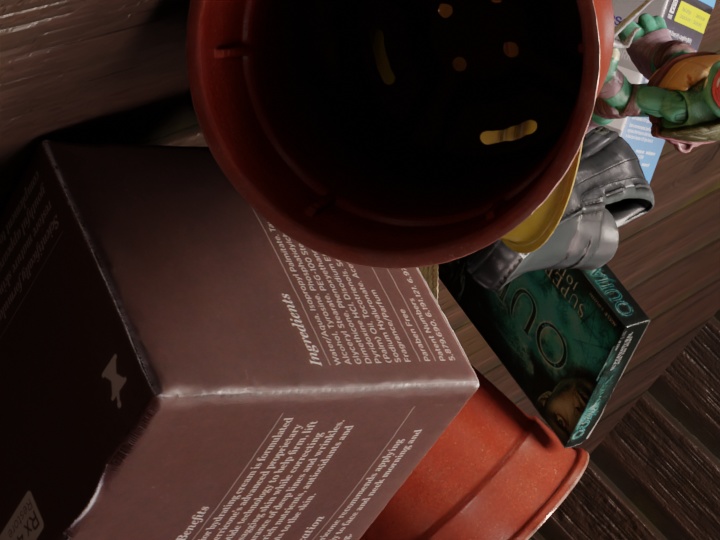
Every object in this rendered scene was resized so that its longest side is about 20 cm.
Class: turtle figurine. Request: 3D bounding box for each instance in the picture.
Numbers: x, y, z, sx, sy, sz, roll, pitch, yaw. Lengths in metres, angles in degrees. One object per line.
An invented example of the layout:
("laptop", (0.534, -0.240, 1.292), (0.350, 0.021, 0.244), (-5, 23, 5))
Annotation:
("turtle figurine", (0.195, -0.123, 1.464), (0.149, 0.101, 0.200), (-15, -173, -19))

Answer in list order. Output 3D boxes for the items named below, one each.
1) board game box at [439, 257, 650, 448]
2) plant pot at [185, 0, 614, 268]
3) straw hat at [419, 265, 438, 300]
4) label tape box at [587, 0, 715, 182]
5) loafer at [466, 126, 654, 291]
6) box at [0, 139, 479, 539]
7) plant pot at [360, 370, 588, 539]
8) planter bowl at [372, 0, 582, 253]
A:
("board game box", (0.126, 0.013, 1.767), (0.028, 0.200, 0.136), (-14, 143, -32))
("plant pot", (0.040, -0.115, 1.202), (0.201, 0.201, 0.195), (-48, 174, 18))
("straw hat", (0.000, 0.000, 1.584), (0.085, 0.202, 0.201), (-2, 159, -5))
("label tape box", (0.199, -0.153, 1.771), (0.143, 0.066, 0.201), (-2, 110, -71))
("loafer", (0.132, -0.031, 1.511), (0.068, 0.070, 0.200), (-48, 174, 36))
("box", (-0.082, 0.048, 1.225), (0.199, 0.165, 0.166), (1, 140, -38))
("plant pot", (0.033, 0.135, 1.808), (0.201, 0.195, 0.201), (-43, -177, 3))
("planter bowl", (0.057, -0.110, 1.372), (0.083, 0.201, 0.201), (0, 149, -17))
